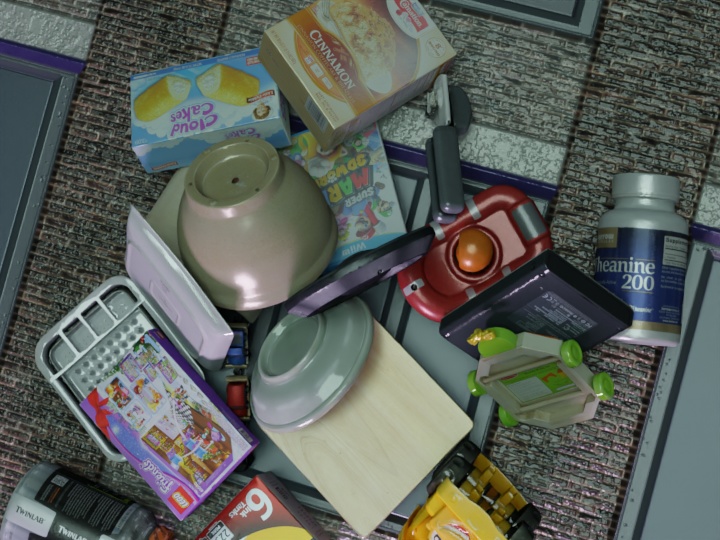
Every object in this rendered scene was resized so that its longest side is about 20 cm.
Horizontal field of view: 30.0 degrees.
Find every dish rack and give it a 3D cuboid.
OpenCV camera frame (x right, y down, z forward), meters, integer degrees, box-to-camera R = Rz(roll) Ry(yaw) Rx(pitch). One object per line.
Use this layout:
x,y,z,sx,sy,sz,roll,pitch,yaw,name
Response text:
-0.310,0.129,1.756,0.171,0.044,0.201,-40,81,3,dish rack

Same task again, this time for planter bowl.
-0.136,-0.073,1.613,0.197,0.136,0.202,-8,46,9,planter bowl

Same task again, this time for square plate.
-0.234,0.031,1.661,0.028,0.198,0.201,-37,83,-19,square plate

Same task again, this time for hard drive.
0.206,0.062,1.599,0.139,0.199,0.033,33,48,-20,hard drive

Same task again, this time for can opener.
0.112,-0.155,1.670,0.065,0.053,0.203,8,62,-14,can opener

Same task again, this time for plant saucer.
-0.073,0.102,1.653,0.200,0.200,0.050,-45,121,3,plant saucer

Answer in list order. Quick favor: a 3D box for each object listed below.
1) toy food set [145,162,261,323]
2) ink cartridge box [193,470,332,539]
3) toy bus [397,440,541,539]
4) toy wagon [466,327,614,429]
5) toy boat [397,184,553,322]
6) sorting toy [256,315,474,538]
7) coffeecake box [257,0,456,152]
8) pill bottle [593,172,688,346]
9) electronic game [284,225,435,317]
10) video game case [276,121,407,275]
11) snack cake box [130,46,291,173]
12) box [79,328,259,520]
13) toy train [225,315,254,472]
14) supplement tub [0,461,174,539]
-0.185,-0.044,1.750,0.198,0.060,0.145,31,79,8,toy food set
-0.132,0.387,1.689,0.176,0.084,0.200,44,92,9,ink cartridge box
0.104,0.320,1.607,0.192,0.200,0.136,-45,84,10,toy bus
0.203,0.121,1.613,0.154,0.200,0.040,-21,37,37,toy wagon
0.138,-0.020,1.655,0.198,0.131,0.132,-30,82,5,toy boat
0.010,0.191,1.690,0.199,0.070,0.200,-45,80,3,sorting toy
-0.004,-0.270,1.688,0.199,0.073,0.154,-33,81,-21,coffeecake box
0.341,-0.012,1.633,0.109,0.111,0.203,4,86,9,pill bottle
0.000,0.000,1.579,0.198,0.200,0.042,-29,86,5,electronic game
-0.027,-0.100,1.710,0.141,0.018,0.202,-18,64,7,video game case
-0.194,-0.207,1.734,0.197,0.067,0.116,-11,60,7,snack cake box
-0.242,0.193,1.694,0.137,0.039,0.200,-45,82,11,box
-0.157,0.159,1.711,0.034,0.046,0.203,0,98,9,toy train
-0.344,0.335,1.706,0.198,0.123,0.124,22,89,10,supplement tub
